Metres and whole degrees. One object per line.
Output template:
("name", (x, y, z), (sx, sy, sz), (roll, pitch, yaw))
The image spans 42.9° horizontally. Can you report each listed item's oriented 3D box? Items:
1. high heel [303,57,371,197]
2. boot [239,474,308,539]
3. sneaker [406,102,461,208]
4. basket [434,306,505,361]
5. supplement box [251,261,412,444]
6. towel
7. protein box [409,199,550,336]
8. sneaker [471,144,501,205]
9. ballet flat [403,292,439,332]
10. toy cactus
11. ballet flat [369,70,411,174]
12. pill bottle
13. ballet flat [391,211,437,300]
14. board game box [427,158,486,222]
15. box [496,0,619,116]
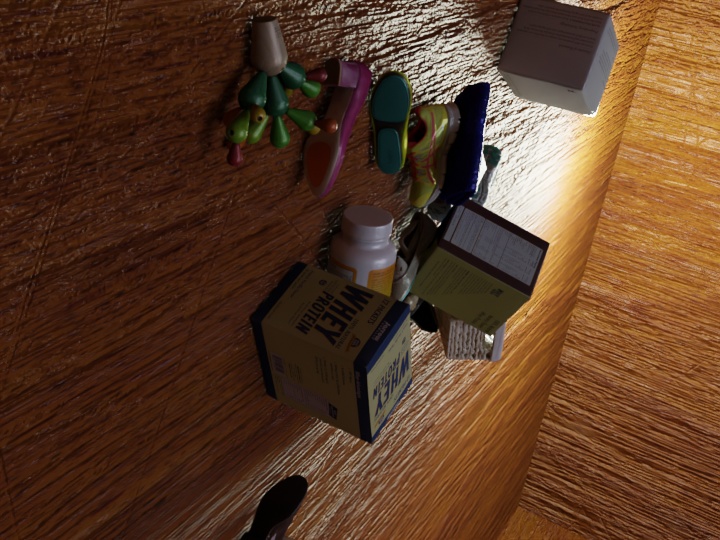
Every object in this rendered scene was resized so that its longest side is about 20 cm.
("high heel", (-0.027, -0.205, 1.331), (0.096, 0.067, 0.202), (-1, 97, -55))
("boot", (-0.137, 0.475, 1.660), (0.187, 0.064, 0.200), (-48, 149, -14))
("sneaker", (0.109, -0.208, 1.632), (0.090, 0.078, 0.201), (3, 115, -22))
("basket", (0.231, 0.086, 1.981), (0.201, 0.122, 0.136), (-98, -173, -49))
("supplement box", (-0.038, 0.127, 1.411), (0.134, 0.199, 0.201), (-52, 152, -35))
("towel", (0.183, -0.224, 1.631), (0.148, 0.049, 0.202), (134, -36, -80))
("protein box", (0.227, -0.006, 1.791), (0.135, 0.199, 0.199), (-62, -178, -30))
("sneaker", (0.253, -0.171, 1.981), (0.201, 0.077, 0.091), (-59, 159, -20))
("ballet flat", (0.129, 0.085, 1.922), (0.066, 0.057, 0.200), (-43, 157, 5))
("toy cactus", (-0.104, -0.225, 1.128), (0.200, 0.102, 0.166), (-34, 130, -41))
("ballet flat", (0.050, -0.250, 1.485), (0.067, 0.066, 0.201), (-77, 171, -45))
("pill bottle", (0.000, 0.000, 1.505), (0.111, 0.111, 0.201), (-36, 140, -53))
("ballet flat", (0.082, -0.026, 1.755), (0.062, 0.067, 0.201), (46, 60, -36))
("board game box", (0.180, -0.198, 1.805), (0.148, 0.064, 0.200), (-63, 158, -16))
("box", (0.428, -0.456, 1.965), (0.199, 0.199, 0.172), (19, 90, -68))
